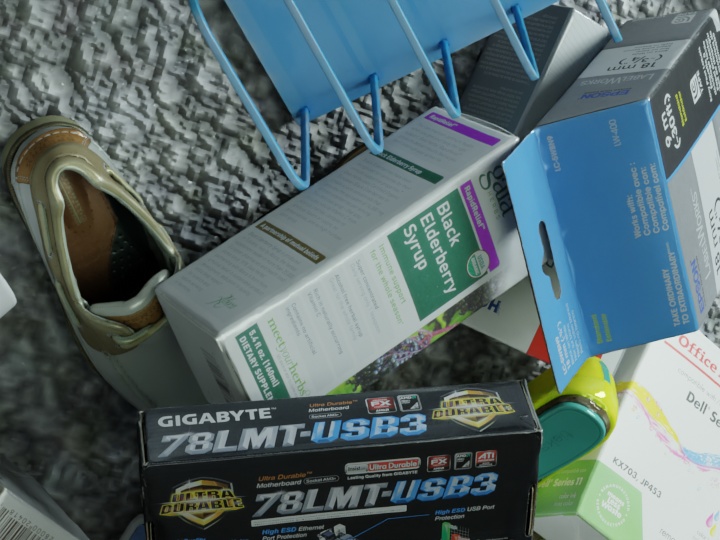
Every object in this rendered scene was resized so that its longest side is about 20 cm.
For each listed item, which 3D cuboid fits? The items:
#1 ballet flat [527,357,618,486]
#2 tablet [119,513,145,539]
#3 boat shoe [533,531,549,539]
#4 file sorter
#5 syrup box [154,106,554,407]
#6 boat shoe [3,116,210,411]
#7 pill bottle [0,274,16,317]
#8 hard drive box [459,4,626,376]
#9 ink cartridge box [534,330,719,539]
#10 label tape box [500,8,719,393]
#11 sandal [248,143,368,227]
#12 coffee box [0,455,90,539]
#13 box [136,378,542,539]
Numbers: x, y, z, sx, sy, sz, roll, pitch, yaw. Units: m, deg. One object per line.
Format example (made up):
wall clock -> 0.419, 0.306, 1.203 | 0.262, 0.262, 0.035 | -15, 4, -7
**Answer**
ballet flat -> 0.087, 0.115, 1.031 | 0.067, 0.067, 0.200 | 39, 126, -18
tablet -> -0.132, 0.258, 0.967 | 0.130, 0.014, 0.201 | 33, 92, -12
boat shoe -> 0.162, 0.189, 1.121 | 0.199, 0.068, 0.075 | -6, 106, -30
file sorter -> 0.021, -0.153, 0.860 | 0.199, 0.123, 0.139 | -24, 119, 13
syrup box -> 0.000, 0.000, 0.864 | 0.199, 0.081, 0.079 | -33, 123, -19
boat shoe -> -0.130, 0.013, 0.885 | 0.075, 0.068, 0.201 | -35, 117, -8
pill bottle -> -0.273, 0.049, 0.800 | 0.200, 0.111, 0.112 | -41, 120, -15
hard drive box -> 0.126, -0.048, 1.028 | 0.155, 0.077, 0.201 | 23, 92, -33
ink cartridge box -> 0.200, 0.107, 1.074 | 0.117, 0.067, 0.201 | 37, 63, -20
label tape box -> 0.159, -0.042, 0.911 | 0.200, 0.063, 0.145 | -48, 128, -49
sandal -> -0.014, -0.008, 0.941 | 0.200, 0.054, 0.082 | -41, 126, -36
coffee box -> -0.242, 0.193, 0.857 | 0.080, 0.114, 0.200 | 43, 82, -32
box -> -0.011, 0.153, 0.838 | 0.198, 0.050, 0.200 | -5, 123, -8
